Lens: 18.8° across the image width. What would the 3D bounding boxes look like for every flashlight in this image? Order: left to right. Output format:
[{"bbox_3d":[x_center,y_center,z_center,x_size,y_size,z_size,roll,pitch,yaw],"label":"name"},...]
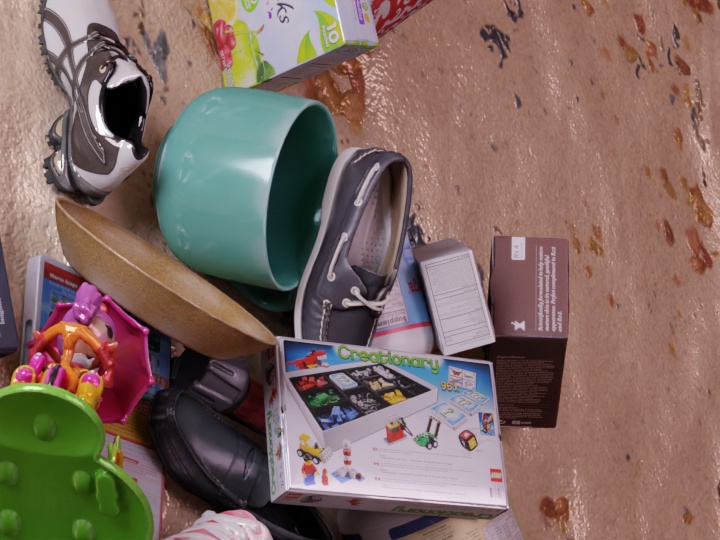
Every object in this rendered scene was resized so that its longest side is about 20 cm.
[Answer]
[{"bbox_3d":[-0.059,0.117,1.739,0.199,0.068,0.068,33,16,-34],"label":"flashlight"}]

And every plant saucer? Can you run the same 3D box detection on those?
[{"bbox_3d":[-0.154,0.014,1.635,0.200,0.200,0.036,32,94,-41],"label":"plant saucer"}]

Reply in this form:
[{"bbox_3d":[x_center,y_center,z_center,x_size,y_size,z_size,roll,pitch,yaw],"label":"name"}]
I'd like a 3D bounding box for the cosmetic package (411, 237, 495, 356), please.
[{"bbox_3d":[0.078,0.020,1.903,0.200,0.050,0.083,-116,-167,-85],"label":"cosmetic package"}]

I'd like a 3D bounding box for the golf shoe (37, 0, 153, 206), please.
[{"bbox_3d":[-0.196,-0.154,1.690,0.077,0.094,0.202,13,63,-47],"label":"golf shoe"}]

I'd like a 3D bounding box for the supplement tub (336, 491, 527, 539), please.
[{"bbox_3d":[0.078,0.264,1.813,0.144,0.144,0.202,-28,97,-53],"label":"supplement tub"}]

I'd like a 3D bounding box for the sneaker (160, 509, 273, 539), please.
[{"bbox_3d":[-0.132,0.214,1.603,0.200,0.075,0.105,34,73,-48],"label":"sneaker"}]

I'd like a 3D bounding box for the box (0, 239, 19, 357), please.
[{"bbox_3d":[-0.340,-0.004,1.427,0.199,0.106,0.150,2,73,-52],"label":"box"}]

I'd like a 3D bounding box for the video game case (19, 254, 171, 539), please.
[{"bbox_3d":[-0.200,0.103,1.634,0.143,0.017,0.202,26,55,-43],"label":"video game case"}]

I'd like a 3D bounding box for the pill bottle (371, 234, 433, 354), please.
[{"bbox_3d":[0.000,0.028,1.847,0.108,0.108,0.202,-9,82,-53],"label":"pill bottle"}]

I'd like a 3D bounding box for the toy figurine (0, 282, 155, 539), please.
[{"bbox_3d":[-0.202,0.083,1.505,0.185,0.149,0.201,-82,178,-45],"label":"toy figurine"}]

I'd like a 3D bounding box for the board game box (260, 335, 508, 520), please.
[{"bbox_3d":[0.020,0.125,1.711,0.198,0.035,0.127,8,63,-27],"label":"board game box"}]

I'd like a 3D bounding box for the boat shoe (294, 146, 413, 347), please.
[{"bbox_3d":[0.000,0.000,1.752,0.074,0.060,0.202,18,82,-40],"label":"boat shoe"}]

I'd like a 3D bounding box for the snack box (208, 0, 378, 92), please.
[{"bbox_3d":[-0.069,-0.264,1.858,0.053,0.141,0.202,0,75,-51],"label":"snack box"}]

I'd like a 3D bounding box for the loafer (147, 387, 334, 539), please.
[{"bbox_3d":[-0.091,0.158,1.690,0.201,0.070,0.068,51,39,-34],"label":"loafer"}]

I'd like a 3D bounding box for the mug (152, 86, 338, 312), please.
[{"bbox_3d":[-0.099,-0.054,1.741,0.152,0.113,0.187,-22,122,-68],"label":"mug"}]

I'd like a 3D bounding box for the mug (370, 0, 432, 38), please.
[{"bbox_3d":[-0.013,-0.281,1.984,0.200,0.176,0.134,-45,146,-46],"label":"mug"}]

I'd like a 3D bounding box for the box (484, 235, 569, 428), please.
[{"bbox_3d":[0.149,0.058,1.966,0.200,0.074,0.101,84,8,-63],"label":"box"}]
